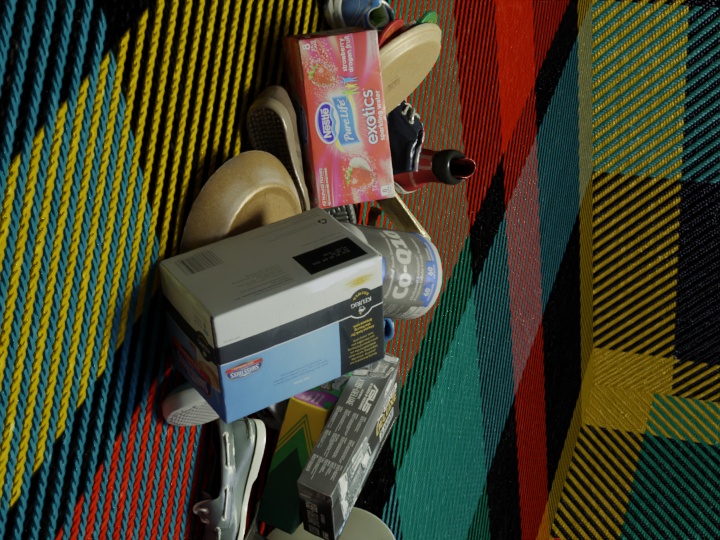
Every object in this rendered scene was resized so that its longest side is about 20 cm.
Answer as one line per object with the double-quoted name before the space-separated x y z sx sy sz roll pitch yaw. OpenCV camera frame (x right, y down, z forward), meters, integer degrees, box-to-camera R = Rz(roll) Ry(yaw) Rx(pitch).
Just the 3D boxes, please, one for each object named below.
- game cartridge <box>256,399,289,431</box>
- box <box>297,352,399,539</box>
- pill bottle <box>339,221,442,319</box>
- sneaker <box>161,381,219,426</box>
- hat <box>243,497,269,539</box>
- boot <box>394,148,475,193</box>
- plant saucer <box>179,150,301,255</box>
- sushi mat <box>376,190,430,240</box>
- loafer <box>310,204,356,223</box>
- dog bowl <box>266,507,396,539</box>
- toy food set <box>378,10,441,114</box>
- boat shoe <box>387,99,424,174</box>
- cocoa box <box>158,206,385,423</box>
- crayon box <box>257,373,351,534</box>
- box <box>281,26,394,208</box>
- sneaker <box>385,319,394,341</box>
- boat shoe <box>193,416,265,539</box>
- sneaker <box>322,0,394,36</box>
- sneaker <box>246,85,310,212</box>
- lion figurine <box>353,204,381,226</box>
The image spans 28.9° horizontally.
"game cartridge" -0.110 0.101 1.703 0.200 0.040 0.134 63 42 -60
"box" -0.012 0.217 1.732 0.158 0.049 0.201 89 26 -58
"pill bottle" 0.000 0.000 1.743 0.199 0.113 0.115 6 91 -46
"sneaker" -0.153 0.109 1.534 0.199 0.082 0.074 -17 158 -51
"hat" -0.109 0.368 1.650 0.201 0.080 0.203 11 90 -89
"boot" 0.113 -0.151 2.112 0.200 0.142 0.073 6 90 -73
"plant saucer" -0.120 -0.029 1.534 0.200 0.035 0.202 -33 132 -46
"sushi mat" 0.019 -0.116 1.817 0.012 0.095 0.201 -43 117 -13
"loafer" -0.053 -0.131 1.762 0.071 0.072 0.202 -119 -159 -58
"dog bowl" -0.039 0.399 1.767 0.079 0.198 0.201 76 27 -42
"toy food set" 0.030 -0.261 1.829 0.200 0.049 0.198 -41 168 4
"boat shoe" 0.049 -0.230 1.966 0.075 0.092 0.203 -13 109 -70
"cocoa box" -0.089 0.043 1.449 0.198 0.133 0.133 -20 126 -25
"crayon box" -0.056 0.217 1.796 0.200 0.058 0.174 -39 148 -69
"box" -0.027 -0.182 1.654 0.095 0.098 0.203 -144 -134 -71
"sneaker" -0.012 0.072 1.874 0.074 0.083 0.200 -43 169 25
"boat shoe" -0.164 0.263 1.592 0.061 0.073 0.202 17 86 -28
"sneaker" 0.006 -0.310 1.833 0.200 0.076 0.077 62 37 -64
"sneaker" -0.088 -0.120 1.634 0.076 0.070 0.202 -66 158 -54
"lion figurine" -0.013 -0.016 1.900 0.200 0.072 0.124 62 45 -66
